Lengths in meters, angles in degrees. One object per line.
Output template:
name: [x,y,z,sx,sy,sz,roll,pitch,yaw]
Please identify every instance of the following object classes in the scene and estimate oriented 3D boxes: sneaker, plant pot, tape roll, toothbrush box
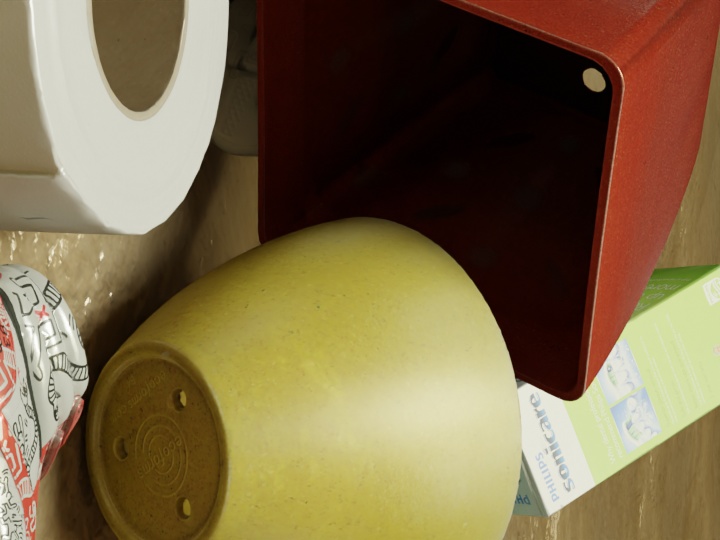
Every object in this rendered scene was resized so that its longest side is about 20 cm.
sneaker: [-0.144,0.098,0.814,0.108,0.067,0.203,-33,121,-66]
plant pot: [0.078,-0.093,1.038,0.176,0.199,0.201,-42,146,-39]
tape roll: [-0.121,-0.114,0.854,0.202,0.070,0.204,3,90,-73]
toothbrush box: [0.136,0.076,1.350,0.199,0.145,0.086,-30,102,-28]
sneaker: [-0.030,-0.138,1.135,0.201,0.077,0.082,-62,-176,-23]
plant pot: [-0.045,0.078,0.979,0.142,0.199,0.201,-5,98,-45]

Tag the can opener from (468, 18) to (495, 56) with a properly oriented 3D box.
can opener: [0.032,-0.216,1.181,0.067,0.053,0.201,110,-32,-58]
